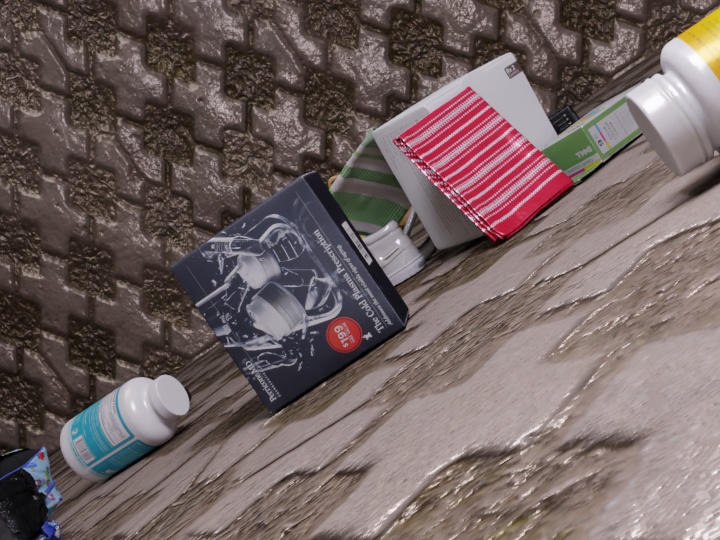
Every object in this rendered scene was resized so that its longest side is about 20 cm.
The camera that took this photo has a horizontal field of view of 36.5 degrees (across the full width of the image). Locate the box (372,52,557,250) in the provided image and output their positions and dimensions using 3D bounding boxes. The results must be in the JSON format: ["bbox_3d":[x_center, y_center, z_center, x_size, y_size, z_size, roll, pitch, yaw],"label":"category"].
[{"bbox_3d":[0.161,-0.168,1.540,0.199,0.200,0.131,-36,9,-35],"label":"box"}]

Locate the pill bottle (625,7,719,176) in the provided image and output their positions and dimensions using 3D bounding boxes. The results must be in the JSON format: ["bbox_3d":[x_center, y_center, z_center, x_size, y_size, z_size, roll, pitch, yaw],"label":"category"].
[{"bbox_3d":[0.308,-0.159,0.833,0.200,0.109,0.109,-34,3,9],"label":"pill bottle"}]

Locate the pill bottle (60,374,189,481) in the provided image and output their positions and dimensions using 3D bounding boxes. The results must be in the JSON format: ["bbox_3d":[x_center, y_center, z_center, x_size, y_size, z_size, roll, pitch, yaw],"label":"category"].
[{"bbox_3d":[-0.359,0.237,1.684,0.200,0.111,0.111,-32,4,22],"label":"pill bottle"}]

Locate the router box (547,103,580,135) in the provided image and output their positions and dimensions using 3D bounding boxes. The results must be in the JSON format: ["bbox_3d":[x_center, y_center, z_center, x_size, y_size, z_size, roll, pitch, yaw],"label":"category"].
[{"bbox_3d":[0.353,-0.256,2.209,0.200,0.062,0.150,-33,4,16],"label":"router box"}]

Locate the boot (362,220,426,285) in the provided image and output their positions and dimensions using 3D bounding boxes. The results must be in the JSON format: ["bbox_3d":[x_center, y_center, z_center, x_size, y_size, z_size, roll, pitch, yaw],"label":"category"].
[{"bbox_3d":[0.000,0.000,1.698,0.200,0.096,0.074,-33,3,22],"label":"boot"}]

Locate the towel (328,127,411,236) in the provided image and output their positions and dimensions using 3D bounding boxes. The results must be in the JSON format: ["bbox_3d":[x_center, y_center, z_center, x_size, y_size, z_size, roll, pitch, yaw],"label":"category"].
[{"bbox_3d":[0.030,-0.124,1.632,0.152,0.023,0.200,8,-44,-34],"label":"towel"}]

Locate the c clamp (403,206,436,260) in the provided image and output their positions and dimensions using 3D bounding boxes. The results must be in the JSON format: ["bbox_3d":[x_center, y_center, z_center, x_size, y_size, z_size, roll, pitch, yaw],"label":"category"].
[{"bbox_3d":[0.092,-0.079,1.793,0.171,0.027,0.200,2,66,62],"label":"c clamp"}]

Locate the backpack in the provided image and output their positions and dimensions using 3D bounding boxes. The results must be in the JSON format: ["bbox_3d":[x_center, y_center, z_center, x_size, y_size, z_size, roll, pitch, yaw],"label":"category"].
[{"bbox_3d":[-0.445,0.306,1.318,0.182,0.135,0.200,-34,4,13],"label":"backpack"}]

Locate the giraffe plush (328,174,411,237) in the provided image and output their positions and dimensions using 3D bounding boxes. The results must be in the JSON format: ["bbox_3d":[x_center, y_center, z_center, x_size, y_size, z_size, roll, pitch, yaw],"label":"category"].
[{"bbox_3d":[-0.004,-0.086,1.952,0.200,0.162,0.173,103,-168,-88],"label":"giraffe plush"}]

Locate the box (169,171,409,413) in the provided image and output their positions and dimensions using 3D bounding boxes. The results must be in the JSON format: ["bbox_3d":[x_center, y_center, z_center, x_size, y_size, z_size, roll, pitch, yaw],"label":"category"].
[{"bbox_3d":[-0.075,0.022,1.224,0.182,0.200,0.104,-34,4,10],"label":"box"}]

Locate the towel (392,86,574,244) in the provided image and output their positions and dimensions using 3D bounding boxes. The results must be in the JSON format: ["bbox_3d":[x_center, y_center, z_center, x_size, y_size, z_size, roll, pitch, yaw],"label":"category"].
[{"bbox_3d":[0.157,-0.137,1.384,0.145,0.200,0.022,-36,-20,-23],"label":"towel"}]

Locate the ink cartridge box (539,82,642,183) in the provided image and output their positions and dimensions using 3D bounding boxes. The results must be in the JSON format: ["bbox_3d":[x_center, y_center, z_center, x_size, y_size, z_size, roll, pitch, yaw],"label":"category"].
[{"bbox_3d":[0.307,-0.172,1.476,0.200,0.059,0.104,-36,4,-32],"label":"ink cartridge box"}]

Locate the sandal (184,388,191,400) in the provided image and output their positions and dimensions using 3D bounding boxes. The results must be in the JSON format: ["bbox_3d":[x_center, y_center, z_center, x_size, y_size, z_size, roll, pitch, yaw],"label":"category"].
[{"bbox_3d":[-0.354,0.252,1.994,0.082,0.055,0.200,-28,-11,3],"label":"sandal"}]
